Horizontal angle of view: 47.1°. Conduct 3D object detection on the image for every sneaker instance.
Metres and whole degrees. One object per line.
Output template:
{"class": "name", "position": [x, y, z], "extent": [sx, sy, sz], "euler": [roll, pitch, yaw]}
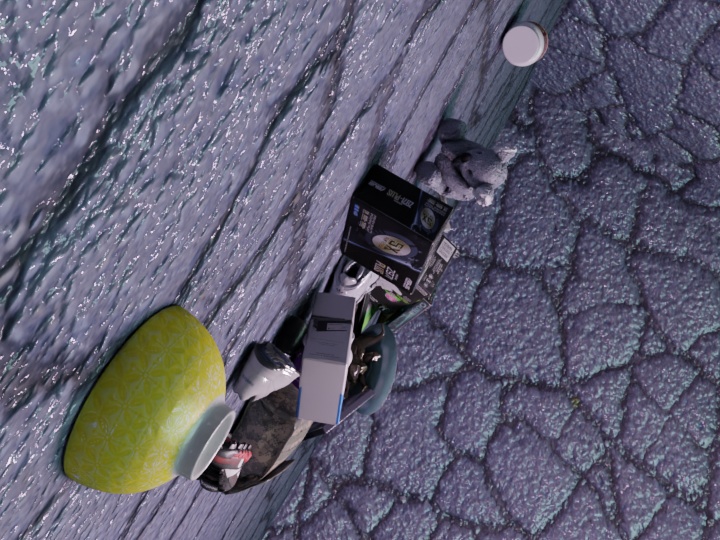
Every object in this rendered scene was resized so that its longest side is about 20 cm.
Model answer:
{"class": "sneaker", "position": [-0.228, 0.314, 1.345], "extent": [0.099, 0.070, 0.201], "euler": [-61, 174, -14]}
{"class": "sneaker", "position": [0.000, 0.000, 1.686], "extent": [0.200, 0.075, 0.116], "euler": [-50, 170, -41]}
{"class": "sneaker", "position": [-0.158, 0.169, 1.346], "extent": [0.087, 0.074, 0.200], "euler": [-48, 166, 1]}

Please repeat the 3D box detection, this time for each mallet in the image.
{"class": "mallet", "position": [-0.118, 0.119, 1.516], "extent": [0.067, 0.041, 0.200], "euler": [-62, 177, -3]}

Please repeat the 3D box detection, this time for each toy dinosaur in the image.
{"class": "toy dinosaur", "position": [-0.015, 0.195, 1.759], "extent": [0.076, 0.102, 0.203], "euler": [6, 110, -42]}

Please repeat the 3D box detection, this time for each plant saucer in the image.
{"class": "plant saucer", "position": [0.016, 0.212, 1.805], "extent": [0.200, 0.027, 0.203], "euler": [-39, -137, 50]}

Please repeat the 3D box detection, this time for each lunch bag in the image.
{"class": "lunch bag", "position": [-0.179, 0.326, 1.556], "extent": [0.202, 0.117, 0.164], "euler": [-59, 168, 11]}

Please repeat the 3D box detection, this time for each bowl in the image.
{"class": "bowl", "position": [-0.191, 0.148, 0.833], "extent": [0.202, 0.107, 0.200], "euler": [-59, 172, -13]}

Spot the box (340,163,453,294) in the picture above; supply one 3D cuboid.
{"class": "box", "position": [0.061, -0.070, 1.499], "extent": [0.087, 0.162, 0.201], "euler": [-56, 172, -28]}

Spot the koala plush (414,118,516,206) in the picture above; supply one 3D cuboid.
{"class": "koala plush", "position": [0.268, -0.236, 1.916], "extent": [0.199, 0.183, 0.179], "euler": [18, -104, 56]}

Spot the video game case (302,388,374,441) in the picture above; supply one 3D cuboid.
{"class": "video game case", "position": [-0.067, 0.310, 1.736], "extent": [0.142, 0.019, 0.200], "euler": [-34, 179, -33]}

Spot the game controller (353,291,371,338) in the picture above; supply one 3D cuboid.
{"class": "game controller", "position": [-0.033, 0.107, 1.790], "extent": [0.103, 0.042, 0.203], "euler": [1, 109, -38]}

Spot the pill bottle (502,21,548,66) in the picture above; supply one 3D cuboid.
{"class": "pill bottle", "position": [0.443, -0.613, 2.232], "extent": [0.115, 0.113, 0.200], "euler": [-63, 173, 23]}

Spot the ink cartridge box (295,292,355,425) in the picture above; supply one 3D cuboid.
{"class": "ink cartridge box", "position": [-0.061, 0.157, 1.521], "extent": [0.201, 0.083, 0.146], "euler": [-81, 180, -57]}

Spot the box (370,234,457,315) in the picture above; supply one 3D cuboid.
{"class": "box", "position": [0.095, -0.010, 1.870], "extent": [0.199, 0.124, 0.149], "euler": [-29, -157, 56]}

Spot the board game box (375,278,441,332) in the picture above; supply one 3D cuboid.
{"class": "board game box", "position": [0.107, 0.079, 1.920], "extent": [0.200, 0.028, 0.136], "euler": [-40, -164, 39]}

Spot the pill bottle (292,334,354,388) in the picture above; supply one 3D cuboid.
{"class": "pill bottle", "position": [-0.089, 0.204, 1.716], "extent": [0.202, 0.111, 0.112], "euler": [-63, 172, 17]}

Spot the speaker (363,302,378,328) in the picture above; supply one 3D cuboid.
{"class": "speaker", "position": [-0.012, 0.096, 1.942], "extent": [0.089, 0.088, 0.200], "euler": [-64, 172, 31]}

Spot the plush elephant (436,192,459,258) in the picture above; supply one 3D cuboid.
{"class": "plush elephant", "position": [0.162, -0.123, 2.062], "extent": [0.165, 0.196, 0.157], "euler": [85, 17, -65]}
